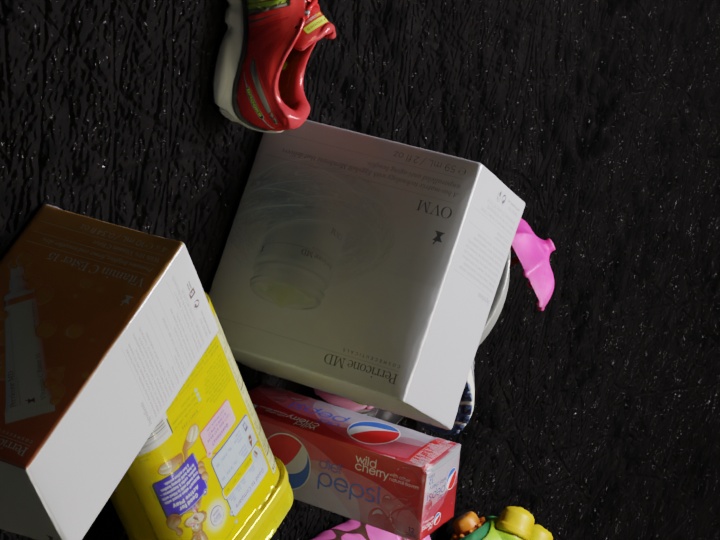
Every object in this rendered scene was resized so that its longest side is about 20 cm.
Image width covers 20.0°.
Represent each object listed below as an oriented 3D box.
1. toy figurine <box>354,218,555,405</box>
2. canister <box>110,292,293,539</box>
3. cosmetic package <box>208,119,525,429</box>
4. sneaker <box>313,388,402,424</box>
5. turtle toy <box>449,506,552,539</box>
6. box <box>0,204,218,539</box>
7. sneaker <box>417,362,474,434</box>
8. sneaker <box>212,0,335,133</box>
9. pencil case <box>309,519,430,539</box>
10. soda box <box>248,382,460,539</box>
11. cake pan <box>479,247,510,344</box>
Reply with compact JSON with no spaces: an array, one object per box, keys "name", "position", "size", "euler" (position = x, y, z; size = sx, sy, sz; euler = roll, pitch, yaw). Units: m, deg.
[{"name":"toy figurine","position":[0.085,0.022,1.809],"size":[0.151,0.184,0.200],"euler":[56,44,-4]},{"name":"canister","position":[-0.137,0.132,1.556],"size":[0.149,0.086,0.201],"euler":[-52,134,-41]},{"name":"cosmetic package","position":[0.000,0.000,1.665],"size":[0.123,0.198,0.202],"euler":[31,76,-63]},{"name":"sneaker","position":[0.015,0.124,1.917],"size":[0.199,0.079,0.096],"euler":[-14,122,-52]},{"name":"turtle toy","position":[0.139,0.333,2.229],"size":[0.147,0.100,0.200],"euler":[-68,154,-13]},{"name":"box","position":[-0.205,0.069,1.381],"size":[0.201,0.123,0.098],"euler":[-58,149,-31]},{"name":"sneaker","position":[0.091,0.070,2.028],"size":[0.085,0.076,0.202],"euler":[-47,143,-50]},{"name":"sneaker","position":[-0.056,-0.205,1.575],"size":[0.077,0.084,0.202],"euler":[-26,126,-58]},{"name":"pencil case","position":[0.000,0.286,1.937],"size":[0.200,0.093,0.092],"euler":[-21,122,-60]},{"name":"soda box","position":[-0.018,0.159,1.712],"size":[0.063,0.199,0.071],"euler":[-25,125,-56]},{"name":"cake pan","position":[0.042,0.005,1.747],"size":[0.037,0.199,0.202],"euler":[38,69,-56]}]
